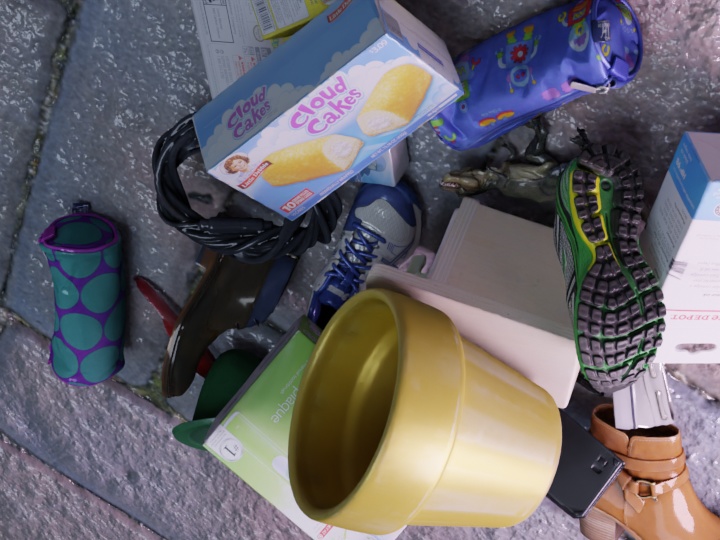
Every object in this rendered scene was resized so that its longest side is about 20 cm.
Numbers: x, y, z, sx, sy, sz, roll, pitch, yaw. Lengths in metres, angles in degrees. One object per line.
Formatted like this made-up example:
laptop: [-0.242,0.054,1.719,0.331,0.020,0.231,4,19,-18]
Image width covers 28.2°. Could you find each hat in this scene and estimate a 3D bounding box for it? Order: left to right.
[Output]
hat: [-0.127,0.099,1.574,0.164,0.178,0.199,-16,154,37]

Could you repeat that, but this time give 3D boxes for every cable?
cable: [-0.111,-0.079,1.362,0.198,0.051,0.164,-14,122,31]

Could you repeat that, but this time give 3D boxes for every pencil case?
pencil case: [-0.305,0.032,1.574,0.091,0.086,0.202,8,128,3]
pencil case: [0.141,-0.162,1.193,0.199,0.088,0.078,-20,146,38]

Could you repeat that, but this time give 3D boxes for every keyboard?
keyboard: [0.172,0.132,1.387,0.200,0.021,0.128,39,103,17]

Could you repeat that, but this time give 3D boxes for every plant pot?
plant pot: [0.062,0.138,1.240,0.187,0.203,0.201,19,138,-25]

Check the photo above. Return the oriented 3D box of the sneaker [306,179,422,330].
sneaker: [0.000,0.000,1.386,0.075,0.088,0.201,28,131,9]

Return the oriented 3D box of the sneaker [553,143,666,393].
sneaker: [0.203,0.001,1.192,0.077,0.085,0.203,-1,85,-10]

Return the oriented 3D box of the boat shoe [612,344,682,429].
boat shoe: [0.261,0.062,1.307,0.065,0.072,0.202,-1,119,11]

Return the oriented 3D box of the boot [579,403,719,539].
boot: [0.306,0.216,1.395,0.198,0.074,0.156,11,124,18]

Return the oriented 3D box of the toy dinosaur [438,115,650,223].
toy dinosaur: [0.169,-0.090,1.261,0.198,0.048,0.089,11,131,15]

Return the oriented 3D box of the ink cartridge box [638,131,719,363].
ink cartridge box: [0.296,-0.015,1.197,0.114,0.067,0.201,1,132,-16]

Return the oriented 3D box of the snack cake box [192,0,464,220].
snack cake box: [-0.028,-0.139,1.198,0.199,0.068,0.115,-35,143,24]

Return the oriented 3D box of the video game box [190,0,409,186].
video game box: [-0.054,-0.180,1.310,0.180,0.047,0.202,9,128,25]

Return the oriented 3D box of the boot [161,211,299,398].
boot: [-0.136,0.051,1.469,0.096,0.075,0.202,20,101,2]

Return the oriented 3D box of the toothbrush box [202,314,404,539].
toothbrush box: [-0.028,0.166,1.369,0.200,0.086,0.146,41,97,-6]

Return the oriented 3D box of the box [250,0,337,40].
box: [-0.009,-0.279,1.178,0.198,0.048,0.119,-16,94,30]

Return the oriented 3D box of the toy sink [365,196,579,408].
toy sink: [0.116,0.020,1.303,0.198,0.113,0.131,18,150,12]
